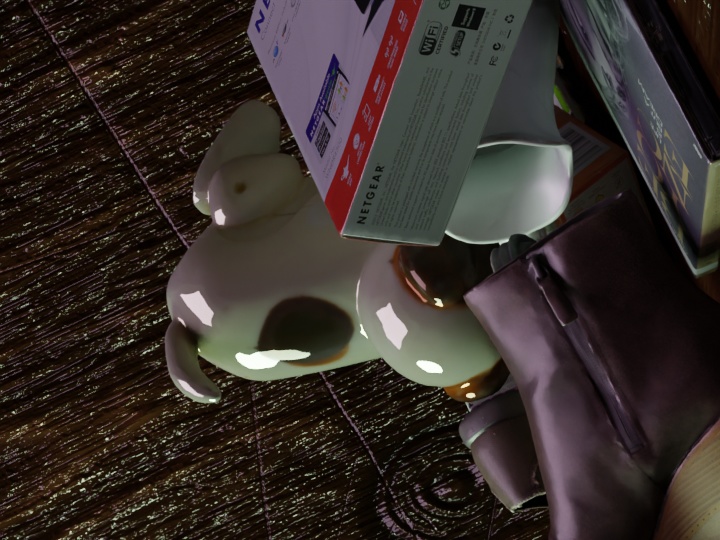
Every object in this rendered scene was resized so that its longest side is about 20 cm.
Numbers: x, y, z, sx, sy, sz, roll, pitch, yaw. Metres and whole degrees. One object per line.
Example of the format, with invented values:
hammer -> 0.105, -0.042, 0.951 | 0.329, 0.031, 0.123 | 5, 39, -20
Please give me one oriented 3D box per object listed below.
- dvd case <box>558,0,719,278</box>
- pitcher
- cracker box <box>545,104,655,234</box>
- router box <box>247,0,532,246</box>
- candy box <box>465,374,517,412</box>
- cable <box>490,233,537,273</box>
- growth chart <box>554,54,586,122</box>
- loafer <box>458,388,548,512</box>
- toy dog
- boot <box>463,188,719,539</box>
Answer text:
dvd case -> 0.123, -0.085, 0.943 | 0.200, 0.016, 0.149 | 60, -175, -75
pitcher -> 0.052, -0.103, 1.088 | 0.172, 0.121, 0.200 | 62, -169, -61
cracker box -> 0.121, -0.011, 1.238 | 0.134, 0.058, 0.200 | 40, 161, 46
router box -> 0.018, -0.142, 0.921 | 0.180, 0.049, 0.200 | -116, 38, -51
candy box -> 0.143, 0.087, 1.405 | 0.200, 0.136, 0.061 | -100, -15, -84
cable -> 0.135, 0.064, 1.057 | 0.200, 0.050, 0.097 | 31, -141, -21
growth chart -> 0.086, -0.171, 1.248 | 0.200, 0.018, 0.145 | 62, -177, -37
loafer -> 0.139, 0.120, 1.202 | 0.200, 0.073, 0.071 | 11, -126, -36
toy dog -> 0.000, 0.000, 1.175 | 0.194, 0.200, 0.140 | -46, -47, -43
boot -> 0.102, 0.074, 1.007 | 0.166, 0.200, 0.072 | 51, -154, -2
